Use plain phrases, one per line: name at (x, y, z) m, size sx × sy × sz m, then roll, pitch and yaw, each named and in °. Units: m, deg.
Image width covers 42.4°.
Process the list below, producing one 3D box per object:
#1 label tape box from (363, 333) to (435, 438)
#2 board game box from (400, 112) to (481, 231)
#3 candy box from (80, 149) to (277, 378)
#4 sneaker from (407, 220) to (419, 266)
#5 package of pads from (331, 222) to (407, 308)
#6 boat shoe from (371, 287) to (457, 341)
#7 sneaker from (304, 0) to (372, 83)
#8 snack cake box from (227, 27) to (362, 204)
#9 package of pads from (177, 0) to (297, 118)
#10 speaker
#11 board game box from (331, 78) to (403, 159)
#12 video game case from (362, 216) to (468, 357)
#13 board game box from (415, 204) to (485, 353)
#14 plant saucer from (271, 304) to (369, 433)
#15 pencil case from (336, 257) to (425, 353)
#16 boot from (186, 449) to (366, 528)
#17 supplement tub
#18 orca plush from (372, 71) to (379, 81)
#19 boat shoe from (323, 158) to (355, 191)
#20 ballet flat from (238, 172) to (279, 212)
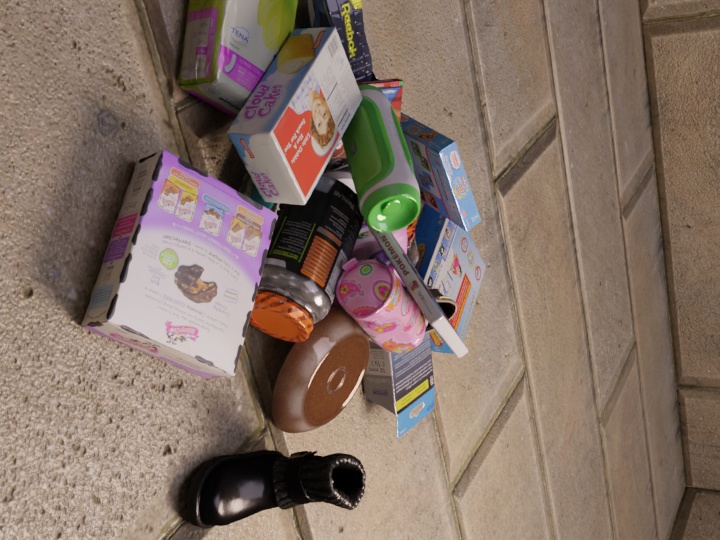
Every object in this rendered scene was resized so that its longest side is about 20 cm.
label tape box at (0.061, 0.153, 1.529) m, size 0.143 × 0.065 × 0.205 m, roll -24°, pitch 113°, yaw -56°
board game box at (0.105, -0.165, 1.481) m, size 0.036 × 0.200 × 0.153 m, roll -34°, pitch 127°, yaw -13°
candy box at (-0.197, -0.003, 1.039) m, size 0.166 × 0.071 × 0.204 m, roll 29°, pitch 65°, yaw -35°
sneaker at (0.064, -0.092, 1.512) m, size 0.075 × 0.077 × 0.203 m, roll -49°, pitch 131°, yaw -46°
package of pads at (0.000, 0.000, 1.401) m, size 0.199 × 0.074 × 0.123 m, roll -27°, pitch 122°, yaw -55°
boat shoe at (0.082, 0.071, 1.437) m, size 0.199 × 0.059 × 0.073 m, roll -16°, pitch 117°, yaw -55°
sneaker at (-0.035, -0.323, 1.332) m, size 0.073 × 0.082 × 0.204 m, roll -22°, pitch 121°, yaw -32°
snack cake box at (-0.076, -0.195, 1.163) m, size 0.202 × 0.066 × 0.116 m, roll -64°, pitch 146°, yaw -34°
package of pads at (-0.150, -0.299, 1.157) m, size 0.154 × 0.067 × 0.205 m, roll 22°, pitch 72°, yaw -59°
speaker at (0.021, -0.152, 1.240) m, size 0.088 × 0.087 × 0.203 m, roll 43°, pitch 26°, yaw -51°
board game box at (-0.022, -0.214, 1.329) m, size 0.197 × 0.019 × 0.105 m, roll -14°, pitch 120°, yaw -36°
video game case at (0.079, 0.023, 1.295) m, size 0.184 × 0.023 × 0.200 m, roll 58°, pitch 4°, yaw 24°
board game box at (0.149, 0.011, 1.679) m, size 0.197 × 0.055 × 0.202 m, roll 58°, pitch 44°, yaw -43°
plant saucer at (-0.044, 0.147, 1.303) m, size 0.200 × 0.036 × 0.203 m, roll -38°, pitch 144°, yaw -35°
pencil case at (0.030, 0.049, 1.262) m, size 0.200 × 0.086 × 0.089 m, roll 48°, pitch 50°, yaw -63°
boot at (-0.101, 0.272, 1.167) m, size 0.210 × 0.155 × 0.081 m, roll -12°, pitch 101°, yaw -58°
supplement tub at (-0.078, -0.017, 1.230) m, size 0.123 × 0.121 × 0.203 m, roll 52°, pitch 51°, yaw -46°
orca plush at (0.014, -0.251, 1.401) m, size 0.105 × 0.070 × 0.204 m, roll -21°, pitch 101°, yaw -53°
boat shoe at (-0.024, -0.132, 1.377) m, size 0.068 × 0.072 × 0.199 m, roll 55°, pitch 26°, yaw 16°
ballet flat at (-0.139, -0.060, 1.189) m, size 0.064 × 0.074 × 0.202 m, roll 104°, pitch 10°, yaw -63°
